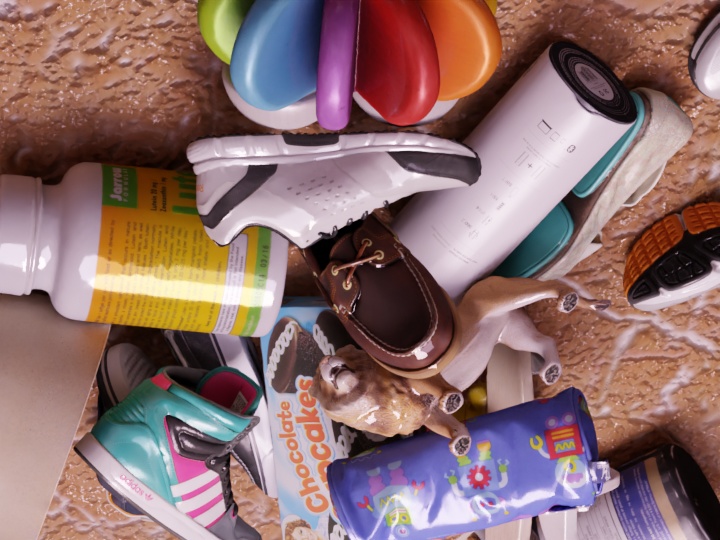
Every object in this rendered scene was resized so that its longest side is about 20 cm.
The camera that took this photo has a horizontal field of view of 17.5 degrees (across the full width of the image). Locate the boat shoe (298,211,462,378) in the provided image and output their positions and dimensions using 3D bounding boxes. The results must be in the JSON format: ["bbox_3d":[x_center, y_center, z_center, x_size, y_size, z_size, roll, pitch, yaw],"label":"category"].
[{"bbox_3d":[0.000,0.000,1.615,0.070,0.200,0.070,-43,131,0],"label":"boat shoe"}]

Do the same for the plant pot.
[{"bbox_3d":[-0.300,0.083,1.679,0.200,0.187,0.188,20,126,-6],"label":"plant pot"}]

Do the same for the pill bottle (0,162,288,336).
[{"bbox_3d":[-0.157,-0.017,1.637,0.199,0.111,0.111,6,129,-12],"label":"pill bottle"}]

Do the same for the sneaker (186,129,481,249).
[{"bbox_3d":[-0.017,-0.055,1.589,0.199,0.074,0.080,-3,87,-2],"label":"sneaker"}]

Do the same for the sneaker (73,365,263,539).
[{"bbox_3d":[-0.108,0.134,1.702,0.121,0.084,0.200,-49,136,-2],"label":"sneaker"}]

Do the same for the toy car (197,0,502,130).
[{"bbox_3d":[-0.005,-0.154,1.516,0.199,0.150,0.175,-1,130,-6],"label":"toy car"}]

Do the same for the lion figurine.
[{"bbox_3d":[0.068,0.056,1.643,0.200,0.122,0.073,-32,124,-18],"label":"lion figurine"}]

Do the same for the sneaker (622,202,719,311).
[{"bbox_3d":[0.293,-0.012,1.726,0.200,0.076,0.092,-27,132,17],"label":"sneaker"}]

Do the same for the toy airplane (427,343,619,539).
[{"bbox_3d":[0.109,0.134,1.774,0.199,0.141,0.200,52,128,4],"label":"toy airplane"}]

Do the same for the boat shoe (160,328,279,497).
[{"bbox_3d":[-0.105,0.096,1.763,0.068,0.074,0.200,-16,129,3],"label":"boat shoe"}]

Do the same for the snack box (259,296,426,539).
[{"bbox_3d":[-0.009,0.120,1.731,0.116,0.037,0.201,0,102,28],"label":"snack box"}]

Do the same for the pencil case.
[{"bbox_3d":[0.078,0.148,1.650,0.200,0.078,0.087,-17,91,9],"label":"pencil case"}]

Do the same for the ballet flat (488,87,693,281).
[{"bbox_3d":[0.166,-0.045,1.683,0.062,0.068,0.200,21,123,-36],"label":"ballet flat"}]

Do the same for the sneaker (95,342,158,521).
[{"bbox_3d":[-0.170,0.134,1.776,0.079,0.079,0.200,-16,137,12],"label":"sneaker"}]

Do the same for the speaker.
[{"bbox_3d":[0.101,-0.064,1.650,0.081,0.081,0.200,26,122,-26],"label":"speaker"}]

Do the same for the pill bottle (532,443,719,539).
[{"bbox_3d":[0.191,0.229,1.889,0.200,0.112,0.112,-28,128,17],"label":"pill bottle"}]

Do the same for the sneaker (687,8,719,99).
[{"bbox_3d":[0.320,-0.154,1.579,0.200,0.115,0.076,-27,128,16],"label":"sneaker"}]
